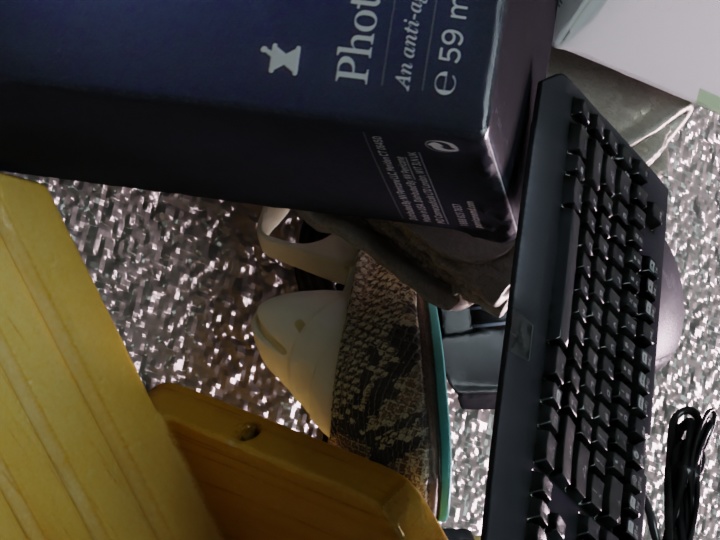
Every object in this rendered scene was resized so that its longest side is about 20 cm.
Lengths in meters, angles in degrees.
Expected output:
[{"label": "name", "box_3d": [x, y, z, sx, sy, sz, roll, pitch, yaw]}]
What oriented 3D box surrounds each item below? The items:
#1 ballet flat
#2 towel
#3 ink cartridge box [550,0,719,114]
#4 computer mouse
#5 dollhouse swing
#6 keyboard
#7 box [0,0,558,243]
[{"label": "ballet flat", "box_3d": [0.000, 0.000, 0.864, 0.075, 0.068, 0.201, 7, 56, -1]}, {"label": "towel", "box_3d": [0.006, -0.076, 0.857, 0.200, 0.035, 0.132, 42, 52, 14]}, {"label": "ink cartridge box", "box_3d": [0.099, -0.146, 0.897, 0.145, 0.200, 0.088, 17, 121, -39]}, {"label": "computer mouse", "box_3d": [0.065, 0.044, 0.950, 0.199, 0.046, 0.141, 2, 83, -40]}, {"label": "dollhouse swing", "box_3d": [-0.087, 0.089, 0.749, 0.200, 0.181, 0.177, -40, 132, -34]}, {"label": "keyboard", "box_3d": [0.076, 0.051, 0.734, 0.127, 0.021, 0.201, 48, 40, -42]}, {"label": "box", "box_3d": [-0.037, -0.129, 0.763, 0.123, 0.197, 0.201, 56, 41, -74]}]
